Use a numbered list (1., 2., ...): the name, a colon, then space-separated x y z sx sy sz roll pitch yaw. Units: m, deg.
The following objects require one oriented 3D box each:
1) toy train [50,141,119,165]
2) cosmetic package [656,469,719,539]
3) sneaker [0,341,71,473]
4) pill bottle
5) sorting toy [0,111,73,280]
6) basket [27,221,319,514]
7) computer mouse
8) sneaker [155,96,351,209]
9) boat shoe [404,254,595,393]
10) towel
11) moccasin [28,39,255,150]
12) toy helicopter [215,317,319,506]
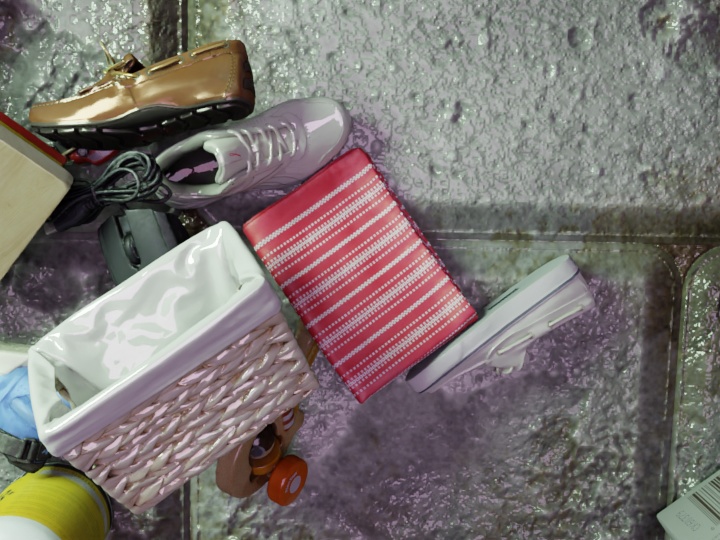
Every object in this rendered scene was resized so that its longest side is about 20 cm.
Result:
1. toy train: -0.249 -0.121 0.750 0.199 0.034 0.046 -31 100 1
2. cosmetic package: 0.430 0.297 0.769 0.164 0.165 0.201 -37 97 3
3. sneaker: -0.275 0.133 0.756 0.197 0.077 0.113 5 91 1
4. pill bottle: -0.296 0.256 0.709 0.111 0.200 0.113 0 97 -3
5. sorting toy: -0.375 -0.081 0.690 0.198 0.070 0.200 37 118 -22
6. basket: -0.147 0.078 0.653 0.199 0.136 0.124 -35 124 -7
7. computer mouse: -0.191 0.002 0.725 0.137 0.053 0.201 -19 119 27
8. sneaker: -0.100 -0.103 0.726 0.198 0.099 0.079 -22 98 0
9. boat shoe: 0.137 0.067 0.778 0.199 0.072 0.066 -36 93 -7
10. towel: 0.000 0.000 0.747 0.144 0.022 0.201 -34 84 -11
11. moccasin: -0.190 -0.154 0.691 0.199 0.074 0.079 -13 81 15
12. toy helicopter: -0.079 0.114 0.750 0.078 0.132 0.202 20 76 26
